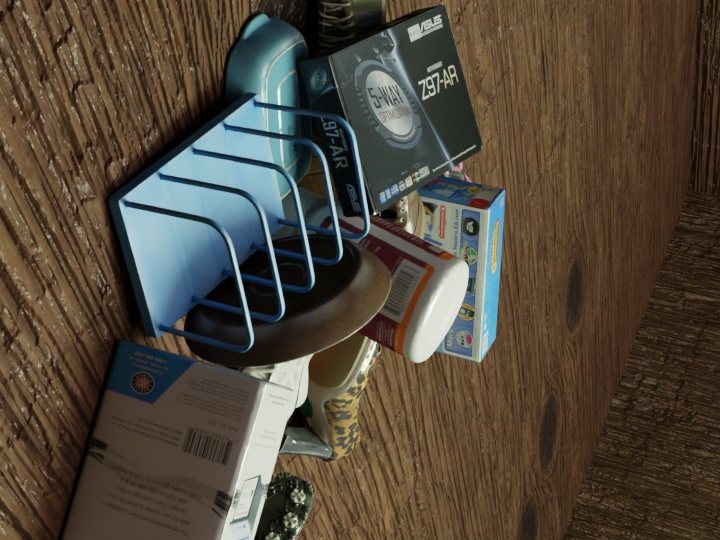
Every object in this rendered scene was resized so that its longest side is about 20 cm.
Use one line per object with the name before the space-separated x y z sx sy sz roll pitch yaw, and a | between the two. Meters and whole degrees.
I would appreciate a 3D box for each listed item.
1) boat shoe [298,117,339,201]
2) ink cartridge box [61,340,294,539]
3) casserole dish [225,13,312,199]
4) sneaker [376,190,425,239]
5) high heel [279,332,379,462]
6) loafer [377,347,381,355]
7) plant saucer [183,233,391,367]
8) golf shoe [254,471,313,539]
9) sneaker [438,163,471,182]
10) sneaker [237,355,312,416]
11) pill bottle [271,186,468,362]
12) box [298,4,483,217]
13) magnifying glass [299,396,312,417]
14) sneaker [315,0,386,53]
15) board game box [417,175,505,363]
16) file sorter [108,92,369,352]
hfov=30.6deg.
boat shoe | -0.029 -0.099 1.422 0.072 0.071 0.202 -80 167 -60
ink cartridge box | -0.159 0.178 1.136 0.086 0.145 0.203 26 79 -70
casserole dish | -0.084 -0.149 1.279 0.121 0.038 0.202 -49 147 -49
sneaker | 0.026 -0.100 1.404 0.075 0.070 0.203 2 86 -68
high heel | -0.008 0.135 1.499 0.142 0.072 0.201 14 119 -52
loafer | -0.001 0.076 1.513 0.072 0.062 0.202 -48 151 -55
plant saucer | -0.071 0.019 1.202 0.201 0.198 0.032 -52 135 -46
golf shoe | -0.119 0.312 1.435 0.201 0.077 0.088 -55 162 -27
sneaker | 0.078 -0.134 1.566 0.096 0.079 0.200 55 2 -26
sneaker | -0.096 0.105 1.332 0.116 0.075 0.202 -56 158 -43
pill bottle | 0.000 0.000 1.335 0.114 0.198 0.115 -51 159 -30
box | 0.036 -0.164 1.331 0.199 0.043 0.162 -32 111 -44
magnifying glass | -0.061 0.111 1.512 0.200 0.022 0.080 60 47 -59
sneaker | -0.013 -0.241 1.356 0.201 0.066 0.091 72 32 -58
board game box | 0.061 -0.013 1.506 0.056 0.194 0.202 -47 145 -51
file sorter | -0.097 -0.043 1.145 0.200 0.121 0.140 -44 135 -42
